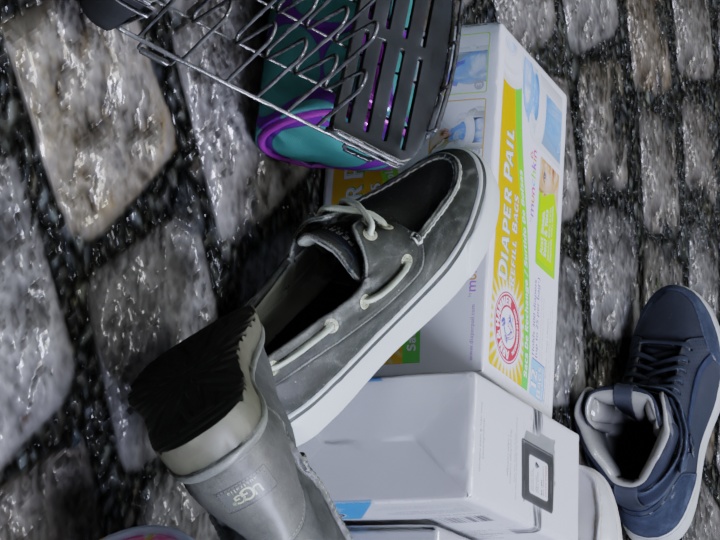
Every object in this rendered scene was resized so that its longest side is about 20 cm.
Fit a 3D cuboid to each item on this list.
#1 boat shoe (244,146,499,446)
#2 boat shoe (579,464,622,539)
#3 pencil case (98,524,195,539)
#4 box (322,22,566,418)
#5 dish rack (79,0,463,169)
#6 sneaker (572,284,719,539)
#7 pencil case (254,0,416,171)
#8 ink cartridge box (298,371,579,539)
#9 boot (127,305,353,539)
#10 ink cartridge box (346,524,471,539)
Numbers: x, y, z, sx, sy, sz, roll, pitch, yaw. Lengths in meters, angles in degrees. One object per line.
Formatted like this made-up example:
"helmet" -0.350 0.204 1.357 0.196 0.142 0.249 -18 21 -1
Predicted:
"boat shoe" 0.000 0.000 1.122 0.200 0.071 0.064 -51 137 -27
"boat shoe" 0.117 0.201 1.406 0.069 0.071 0.200 57 39 -50
"pencil case" -0.067 0.201 0.979 0.083 0.091 0.200 -39 128 -17
"box" 0.046 -0.021 1.244 0.112 0.101 0.200 35 55 -60
"dish rack" -0.031 -0.142 1.051 0.200 0.055 0.154 26 58 -24
"sneaker" 0.211 0.082 1.624 0.146 0.077 0.203 50 43 -56
"pencil case" -0.002 -0.152 1.169 0.085 0.092 0.200 15 70 -24
"ink cartridge box" 0.044 0.110 1.206 0.200 0.116 0.067 33 56 -61
"boot" -0.024 0.127 0.999 0.200 0.073 0.182 55 10 -17
"ink cartridge box" 0.039 0.224 1.217 0.200 0.086 0.147 33 56 -62
